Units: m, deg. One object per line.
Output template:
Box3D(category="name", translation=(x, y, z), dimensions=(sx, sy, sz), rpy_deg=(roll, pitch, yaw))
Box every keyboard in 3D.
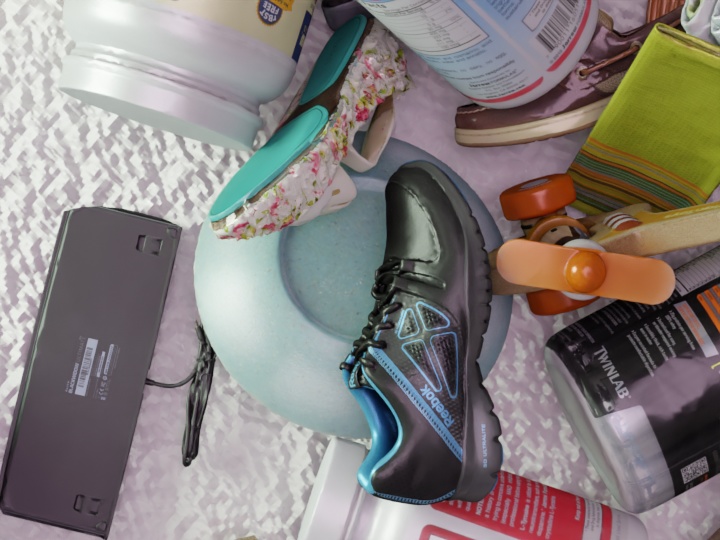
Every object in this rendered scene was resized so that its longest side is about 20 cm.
Box3D(category="keyboard", translation=(-0.145, 0.066, 1.421), dimensions=(0.126, 0.021, 0.201), rpy_deg=(14, 88, 3))

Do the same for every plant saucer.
Box3D(category="plant saucer", translation=(0.000, 0.000, 1.390), dimensions=(0.199, 0.039, 0.202), rpy_deg=(4, 69, -10))

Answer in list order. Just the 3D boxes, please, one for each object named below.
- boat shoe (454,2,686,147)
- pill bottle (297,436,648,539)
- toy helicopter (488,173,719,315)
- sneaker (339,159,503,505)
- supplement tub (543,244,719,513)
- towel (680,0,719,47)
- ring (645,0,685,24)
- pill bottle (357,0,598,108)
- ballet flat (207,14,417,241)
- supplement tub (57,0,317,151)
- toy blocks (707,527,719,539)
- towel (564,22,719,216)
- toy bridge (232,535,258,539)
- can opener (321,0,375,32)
Box3D(category="boat shoe", translation=(0.147, -0.130, 1.408), dimensions=(0.199, 0.072, 0.072), rpy_deg=(-17, 97, 9))
Box3D(category="pill bottle", translation=(0.064, 0.172, 1.385), dimensions=(0.199, 0.112, 0.113), rpy_deg=(19, 87, -2))
Box3D(category="toy helicopter", translation=(0.161, -0.019, 1.346), dimensions=(0.199, 0.132, 0.079), rpy_deg=(-12, 99, 24))
Box3D(category="sneaker", translation=(0.030, 0.035, 1.321), dimensions=(0.081, 0.073, 0.202), rpy_deg=(-4, 80, -20))
Box3D(category="supplement tub", translation=(0.222, 0.051, 1.394), dimensions=(0.199, 0.123, 0.123), rpy_deg=(-27, 90, -4))
Box3D(category="towel", translation=(0.280, -0.153, 1.363), dimensions=(0.200, 0.048, 0.172), rpy_deg=(41, 67, -33))
Box3D(category="ring", translation=(0.278, -0.151, 1.455), dimensions=(0.199, 0.019, 0.202), rpy_deg=(0, 88, -5))
Box3D(category="pill bottle", translation=(0.044, -0.187, 1.327), dimensions=(0.200, 0.109, 0.109), rpy_deg=(38, 85, -42))
Box3D(category="ballet flat", translation=(-0.019, -0.075, 1.361), dimensions=(0.064, 0.075, 0.200), rpy_deg=(48, 50, -19))
Box3D(category="supplement tub", translation=(-0.093, -0.185, 1.368), dimensions=(0.144, 0.145, 0.201), rpy_deg=(17, 88, -3))
Box3D(category="toy blocks", translation=(0.287, 0.188, 1.401), dimensions=(0.136, 0.100, 0.200), rpy_deg=(31, 113, -25))
Box3D(category="towel", translation=(0.181, -0.075, 1.363), dimensions=(0.086, 0.200, 0.018), rpy_deg=(21, 62, -2))
Box3D(category="toy bridge", translation=(-0.044, 0.254, 1.370), dimensions=(0.027, 0.067, 0.201), rpy_deg=(-39, 70, 29))
Box3D(category="can opener", translation=(0.065, -0.206, 1.435), dimensions=(0.199, 0.053, 0.067), rpy_deg=(-20, 122, -5))
